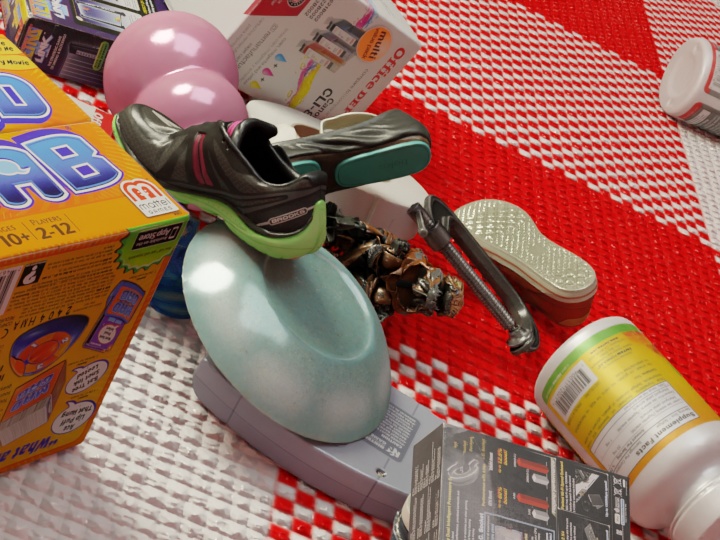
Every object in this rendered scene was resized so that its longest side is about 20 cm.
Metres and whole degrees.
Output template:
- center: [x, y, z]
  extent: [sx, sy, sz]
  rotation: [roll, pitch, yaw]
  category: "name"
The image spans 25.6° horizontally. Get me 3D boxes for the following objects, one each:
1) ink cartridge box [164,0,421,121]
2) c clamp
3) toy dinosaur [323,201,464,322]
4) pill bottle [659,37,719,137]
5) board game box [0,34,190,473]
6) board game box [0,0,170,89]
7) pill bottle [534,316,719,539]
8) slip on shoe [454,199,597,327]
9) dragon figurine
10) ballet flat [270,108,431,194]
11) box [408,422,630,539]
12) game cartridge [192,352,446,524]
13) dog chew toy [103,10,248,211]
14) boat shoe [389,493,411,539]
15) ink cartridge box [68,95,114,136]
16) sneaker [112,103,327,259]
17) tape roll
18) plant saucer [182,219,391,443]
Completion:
- center: [-0.068, -0.252, 1.575]
  extent: [0.199, 0.145, 0.145]
  rotation: [26, 24, -46]
  category: "ink cartridge box"
- center: [0.104, 0.007, 1.433]
  extent: [0.200, 0.027, 0.171]
  rotation: [48, 14, -19]
  category: "c clamp"
- center: [0.000, 0.000, 1.360]
  extent: [0.135, 0.103, 0.199]
  rotation: [5, -6, -40]
  category: "toy dinosaur"
- center: [0.527, -0.236, 2.199]
  extent: [0.198, 0.114, 0.114]
  rotation: [21, 30, -19]
  category: "pill bottle"
- center: [-0.269, -0.003, 0.983]
  extent: [0.200, 0.201, 0.199]
  rotation: [42, 31, 22]
  category: "board game box"
- center: [-0.264, -0.251, 1.536]
  extent: [0.164, 0.057, 0.201]
  rotation: [13, 33, -26]
  category: "board game box"
- center: [0.246, 0.144, 1.331]
  extent: [0.110, 0.112, 0.200]
  rotation: [-1, 42, -44]
  category: "pill bottle"
- center: [0.157, -0.009, 1.553]
  extent: [0.074, 0.062, 0.200]
  rotation: [-24, 42, -25]
  category: "slip on shoe"
- center: [-0.144, -0.003, 1.249]
  extent: [0.199, 0.100, 0.059]
  rotation: [30, 18, -45]
  category: "dragon figurine"
- center: [-0.036, -0.095, 1.358]
  extent: [0.198, 0.068, 0.069]
  rotation: [-14, 51, -18]
  category: "ballet flat"
- center: [0.108, 0.219, 1.066]
  extent: [0.156, 0.050, 0.202]
  rotation: [17, 56, -21]
  category: "box"
- center: [-0.028, 0.111, 1.208]
  extent: [0.199, 0.041, 0.133]
  rotation: [32, 25, 3]
  category: "game cartridge"
- center: [-0.153, -0.135, 1.396]
  extent: [0.124, 0.125, 0.201]
  rotation: [7, 44, -37]
  category: "dog chew toy"
- center: [0.103, 0.197, 1.165]
  extent: [0.198, 0.062, 0.075]
  rotation: [0, 43, -40]
  category: "boat shoe"
- center: [-0.268, -0.097, 1.274]
  extent: [0.198, 0.068, 0.117]
  rotation: [24, 29, -13]
  category: "ink cartridge box"
- center: [-0.100, -0.083, 1.186]
  extent: [0.199, 0.085, 0.077]
  rotation: [28, 24, 23]
  category: "sneaker"
- center: [-0.026, -0.095, 1.487]
  extent: [0.201, 0.037, 0.203]
  rotation: [28, 14, -8]
  category: "tape roll"
- center: [-0.042, 0.033, 1.188]
  extent: [0.200, 0.039, 0.202]
  rotation: [30, 36, -25]
  category: "plant saucer"
